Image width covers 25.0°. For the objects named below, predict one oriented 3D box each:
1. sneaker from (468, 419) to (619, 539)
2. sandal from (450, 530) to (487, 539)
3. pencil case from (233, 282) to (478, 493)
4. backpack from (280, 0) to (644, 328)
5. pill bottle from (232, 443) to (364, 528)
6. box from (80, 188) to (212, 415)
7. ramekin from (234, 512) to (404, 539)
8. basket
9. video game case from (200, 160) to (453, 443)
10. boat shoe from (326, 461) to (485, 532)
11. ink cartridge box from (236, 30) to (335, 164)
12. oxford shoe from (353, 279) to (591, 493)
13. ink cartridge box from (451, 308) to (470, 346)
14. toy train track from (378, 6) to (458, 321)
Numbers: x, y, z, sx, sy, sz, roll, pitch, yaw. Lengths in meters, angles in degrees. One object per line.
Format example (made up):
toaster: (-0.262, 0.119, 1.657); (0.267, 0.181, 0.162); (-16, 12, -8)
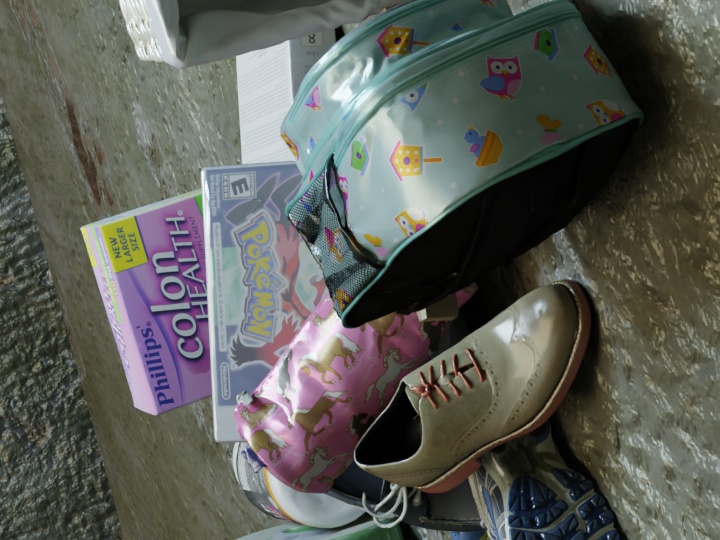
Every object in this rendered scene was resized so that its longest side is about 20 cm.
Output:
sneaker: (0.120, 0.165, 1.120); (0.086, 0.076, 0.202); (97, 158, -56)
sandal: (0.040, 0.133, 1.290); (0.202, 0.086, 0.080); (62, 158, 21)
pencil case: (-0.005, 0.056, 1.111); (0.086, 0.201, 0.083); (28, -167, -42)
backpack: (0.055, -0.074, 0.910); (0.155, 0.174, 0.200); (65, 157, 4)
pill bottle: (-0.057, 0.184, 1.568); (0.200, 0.115, 0.118); (164, 87, -72)
box: (-0.133, 0.014, 1.492); (0.097, 0.198, 0.178); (-178, 71, -71)
ramekin: (-0.043, 0.291, 1.515); (0.200, 0.198, 0.099); (165, 94, -72)
basket: (-0.076, -0.252, 1.088); (0.161, 0.196, 0.203); (-165, 57, -73)
video game case: (-0.024, 0.021, 1.166); (0.023, 0.180, 0.203); (-3, -90, -76)
boat shoe: (0.024, 0.153, 1.227); (0.062, 0.198, 0.076); (5, -78, -71)
ink cartridge box: (-0.059, -0.105, 1.336); (0.161, 0.049, 0.203); (173, 92, -71)
oxford shoe: (0.072, 0.079, 1.054); (0.200, 0.074, 0.071); (-51, 47, 30)
ink cartridge box: (0.000, 0.000, 1.207); (0.068, 0.114, 0.202); (1, -112, -77)
toy train track: (0.033, -0.066, 1.029); (0.032, 0.113, 0.203); (147, 118, -64)
